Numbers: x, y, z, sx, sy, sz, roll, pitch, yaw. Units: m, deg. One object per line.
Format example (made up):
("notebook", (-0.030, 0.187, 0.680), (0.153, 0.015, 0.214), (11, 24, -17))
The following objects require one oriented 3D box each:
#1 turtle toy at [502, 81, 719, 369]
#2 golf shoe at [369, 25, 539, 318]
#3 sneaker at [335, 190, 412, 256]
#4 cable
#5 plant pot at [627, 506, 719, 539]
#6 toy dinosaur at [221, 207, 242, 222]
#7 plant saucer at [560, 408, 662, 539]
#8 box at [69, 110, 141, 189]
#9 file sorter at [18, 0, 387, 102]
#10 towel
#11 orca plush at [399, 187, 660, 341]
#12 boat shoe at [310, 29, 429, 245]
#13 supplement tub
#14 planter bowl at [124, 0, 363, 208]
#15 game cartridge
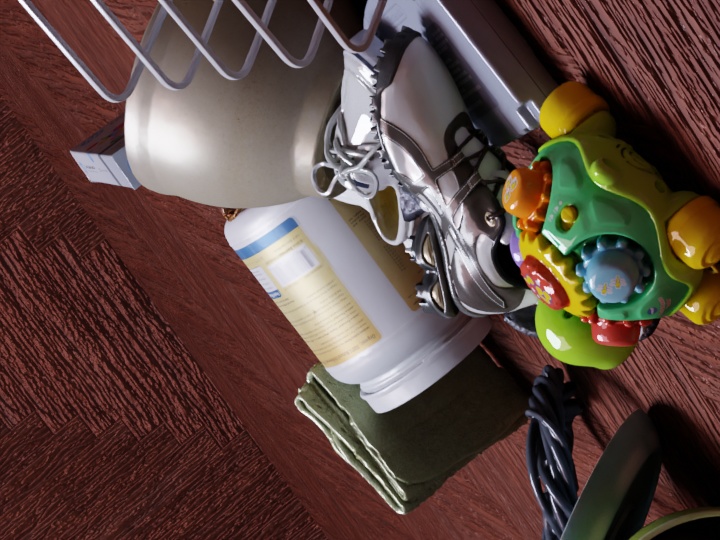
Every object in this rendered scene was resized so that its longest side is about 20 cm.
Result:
("turtle toy", (0.146, -0.009, 1.398), (0.146, 0.101, 0.200), (45, 167, 26))
("golf shoe", (0.069, -0.063, 1.465), (0.094, 0.078, 0.201), (2, 124, 35))
("sneaker", (0.016, -0.079, 1.736), (0.200, 0.078, 0.099), (36, 173, 21))
("cable", (0.160, 0.156, 1.827), (0.200, 0.051, 0.164), (73, -161, -57))
("plant pot", (0.247, 0.249, 1.687), (0.187, 0.187, 0.200), (52, -178, -4))
("toy dinosaur", (-0.081, -0.120, 1.851), (0.136, 0.102, 0.200), (87, 168, -46))
("plant saucer", (0.180, 0.200, 1.725), (0.027, 0.201, 0.200), (22, 159, 17))
("box", (-0.175, -0.136, 2.116), (0.041, 0.156, 0.200), (56, 169, -12))
("file sorter", (-0.089, -0.195, 1.408), (0.199, 0.125, 0.139), (-8, 139, 33))
("towel", (0.046, 0.111, 1.972), (0.149, 0.200, 0.036), (50, 137, 8))
("orca plush", (0.120, -0.015, 1.548), (0.199, 0.106, 0.071), (16, -164, 26))
("boat shoe", (0.007, -0.079, 1.587), (0.075, 0.086, 0.202), (45, 168, 29))
("supplement tub", (0.000, 0.000, 1.884), (0.200, 0.145, 0.145), (53, 168, -8))
("planter bowl", (-0.059, -0.129, 1.657), (0.134, 0.201, 0.200), (22, 158, 20))
("game cartridge", (0.061, -0.139, 1.496), (0.133, 0.040, 0.200), (48, 169, -4))
